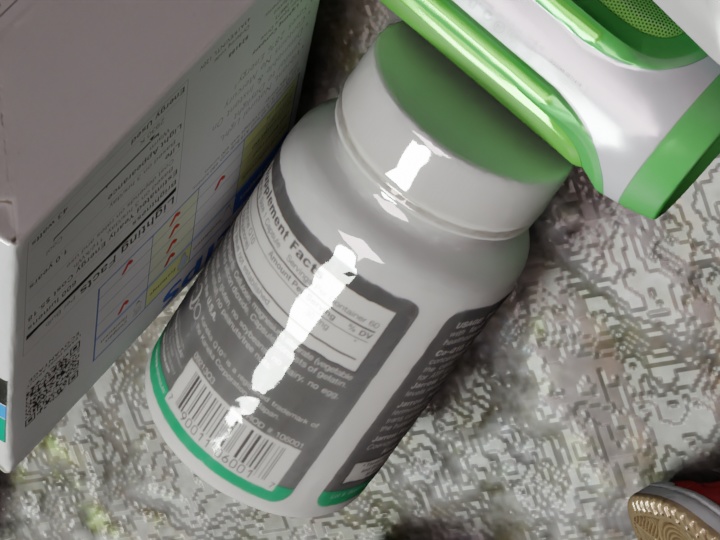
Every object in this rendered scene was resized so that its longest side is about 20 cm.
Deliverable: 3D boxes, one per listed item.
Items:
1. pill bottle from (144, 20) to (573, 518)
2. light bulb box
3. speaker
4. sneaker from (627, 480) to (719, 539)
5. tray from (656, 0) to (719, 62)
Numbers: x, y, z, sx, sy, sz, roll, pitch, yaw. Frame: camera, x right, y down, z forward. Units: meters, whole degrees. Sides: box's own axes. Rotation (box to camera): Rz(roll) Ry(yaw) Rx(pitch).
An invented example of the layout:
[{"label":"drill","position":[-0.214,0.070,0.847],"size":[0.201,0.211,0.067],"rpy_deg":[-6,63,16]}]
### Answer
[{"label":"pill bottle","position":[0.000,0.000,1.167],"size":[0.113,0.113,0.200],"rpy_deg":[40,124,8]},{"label":"light bulb box","position":[-0.123,-0.059,1.119],"size":[0.125,0.198,0.200],"rpy_deg":[36,153,11]},{"label":"speaker","position":[0.062,-0.111,1.100],"size":[0.200,0.088,0.088],"rpy_deg":[41,125,7]},{"label":"sneaker","position":[0.200,0.098,1.134],"size":[0.200,0.112,0.071],"rpy_deg":[12,136,60]},{"label":"tray","position":[0.162,-0.177,0.984],"size":[0.200,0.022,0.107],"rpy_deg":[-49,57,11]}]
